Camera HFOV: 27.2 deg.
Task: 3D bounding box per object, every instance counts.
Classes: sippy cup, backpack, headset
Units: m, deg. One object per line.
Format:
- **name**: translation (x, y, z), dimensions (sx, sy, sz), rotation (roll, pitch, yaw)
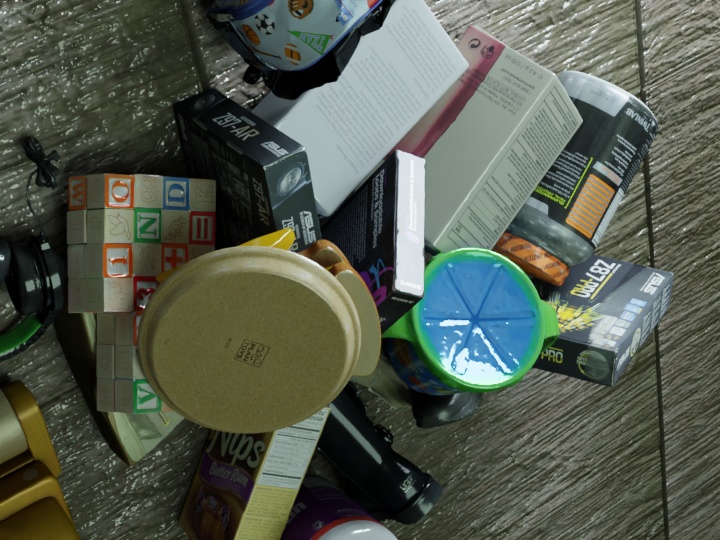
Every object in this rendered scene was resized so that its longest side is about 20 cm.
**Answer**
- **sippy cup**: translation (0.089, 0.060, 1.421), dimensions (0.178, 0.130, 0.140), rotation (34, 67, -6)
- **backpack**: translation (-0.038, -0.251, 1.224), dimensions (0.154, 0.190, 0.200), rotation (40, 86, -27)
- **headset**: translation (-0.303, -0.011, 1.247), dimensions (0.123, 0.094, 0.200), rotation (12, 121, -41)

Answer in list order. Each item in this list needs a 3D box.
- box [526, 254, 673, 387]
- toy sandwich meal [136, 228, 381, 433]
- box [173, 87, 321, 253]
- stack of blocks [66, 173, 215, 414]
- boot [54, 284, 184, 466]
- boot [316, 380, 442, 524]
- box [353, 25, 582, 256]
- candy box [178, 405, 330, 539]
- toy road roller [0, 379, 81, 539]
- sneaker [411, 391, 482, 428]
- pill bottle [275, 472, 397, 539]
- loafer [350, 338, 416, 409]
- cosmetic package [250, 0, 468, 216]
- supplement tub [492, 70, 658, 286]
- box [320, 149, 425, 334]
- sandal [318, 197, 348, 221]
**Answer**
- **box**: translation (0.221, 0.042, 1.558), dimensions (0.200, 0.161, 0.049), rotation (-40, 139, -53)
- **toy sandwich meal**: translation (-0.086, 0.047, 1.242), dimensions (0.204, 0.070, 0.206), rotation (-3, 122, -5)
- **box**: translation (-0.093, -0.042, 1.316), dimensions (0.043, 0.160, 0.201), rotation (-26, 127, -24)
- **stack of blocks**: translation (-0.187, 0.020, 1.274), dimensions (0.115, 0.058, 0.201), rotation (0, 90, -42)
- **boot**: translation (-0.187, 0.065, 1.365), dimensions (0.154, 0.072, 0.201), rotation (-32, 129, -23)
- **boot**: translation (-0.012, 0.183, 1.550), dimensions (0.076, 0.200, 0.168), rotation (-45, 98, -16)
- **box**: translation (0.106, -0.113, 1.446), dimensions (0.200, 0.109, 0.128), rotation (-54, 154, -1)
- **candy box**: translation (-0.107, 0.193, 1.461), dimensions (0.056, 0.117, 0.201), rotation (14, 105, -32)
- **toy road roller**: translation (-0.307, 0.210, 1.297), dimensions (0.123, 0.146, 0.201), rotation (-28, 128, -23)
- **sneaker**: translation (0.087, 0.088, 1.548), dimensions (0.091, 0.076, 0.200), rotation (64, 26, -23)
- **pill bottle**: translation (-0.044, 0.273, 1.492), dimensions (0.112, 0.200, 0.113), rotation (-7, 106, -26)
- **loafer**: translation (0.017, 0.088, 1.539), dimensions (0.200, 0.068, 0.076), rotation (53, 40, -56)
- **cosmetic package**: translation (-0.007, -0.157, 1.355), dimensions (0.200, 0.071, 0.102), rotation (-47, 119, -15)
- **supplement tub**: translation (0.212, -0.093, 1.538), dimensions (0.122, 0.122, 0.200), rotation (33, 85, -44)
- **box**: translation (0.000, 0.000, 1.359), dimensions (0.036, 0.144, 0.200), rotation (14, 150, -21)
- **sandal**: translation (-0.029, -0.094, 1.417), dimensions (0.200, 0.043, 0.076), rotation (-46, 133, -8)
